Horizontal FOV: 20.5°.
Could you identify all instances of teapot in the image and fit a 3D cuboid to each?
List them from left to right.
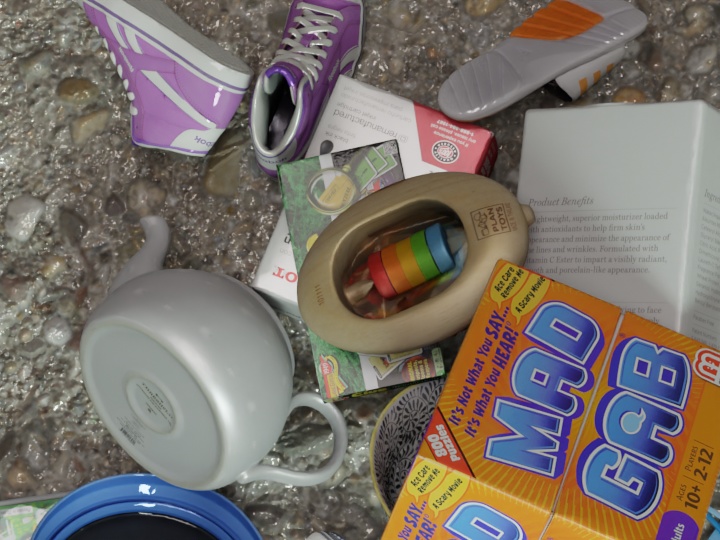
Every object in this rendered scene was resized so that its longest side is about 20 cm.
[{"bbox_3d":[-0.122,0.077,1.645,0.197,0.200,0.146,13,37,39],"label":"teapot"}]

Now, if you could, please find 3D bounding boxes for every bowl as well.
[{"bbox_3d":[-0.173,0.252,1.617,0.200,0.039,0.201,7,42,-6],"label":"bowl"},{"bbox_3d":[0.095,0.189,1.610,0.200,0.094,0.201,7,49,-9],"label":"bowl"}]

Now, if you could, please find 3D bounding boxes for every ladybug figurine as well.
[{"bbox_3d":[0.048,-0.002,1.556,0.200,0.072,0.136,-21,66,16],"label":"ladybug figurine"}]

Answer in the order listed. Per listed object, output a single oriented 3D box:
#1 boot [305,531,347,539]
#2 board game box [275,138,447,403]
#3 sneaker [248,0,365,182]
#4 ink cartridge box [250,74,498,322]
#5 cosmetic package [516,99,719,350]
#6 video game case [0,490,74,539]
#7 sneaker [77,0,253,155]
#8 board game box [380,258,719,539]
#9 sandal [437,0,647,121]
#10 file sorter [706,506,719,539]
[{"bbox_3d":[0.050,0.268,1.639,0.200,0.073,0.090,43,72,9],"label":"boot"},{"bbox_3d":[0.000,0.000,1.622,0.104,0.023,0.201,-13,80,5],"label":"board game box"},{"bbox_3d":[-0.045,-0.180,1.698,0.072,0.114,0.201,11,80,9],"label":"sneaker"},{"bbox_3d":[0.013,-0.043,1.682,0.146,0.083,0.200,21,82,9],"label":"ink cartridge box"},{"bbox_3d":[0.229,-0.018,1.585,0.165,0.165,0.201,1,78,38],"label":"cosmetic package"},{"bbox_3d":[-0.323,0.290,1.690,0.199,0.022,0.183,-8,79,5],"label":"video game case"},{"bbox_3d":[-0.194,-0.173,1.728,0.200,0.073,0.114,39,112,27],"label":"sneaker"},{"bbox_3d":[0.139,0.157,1.454,0.199,0.200,0.200,23,48,3],"label":"board game box"},{"bbox_3d":[0.152,-0.170,1.695,0.206,0.059,0.079,-30,48,-19],"label":"sandal"},{"bbox_3d":[0.323,0.225,1.560,0.139,0.123,0.200,32,84,33],"label":"file sorter"}]
